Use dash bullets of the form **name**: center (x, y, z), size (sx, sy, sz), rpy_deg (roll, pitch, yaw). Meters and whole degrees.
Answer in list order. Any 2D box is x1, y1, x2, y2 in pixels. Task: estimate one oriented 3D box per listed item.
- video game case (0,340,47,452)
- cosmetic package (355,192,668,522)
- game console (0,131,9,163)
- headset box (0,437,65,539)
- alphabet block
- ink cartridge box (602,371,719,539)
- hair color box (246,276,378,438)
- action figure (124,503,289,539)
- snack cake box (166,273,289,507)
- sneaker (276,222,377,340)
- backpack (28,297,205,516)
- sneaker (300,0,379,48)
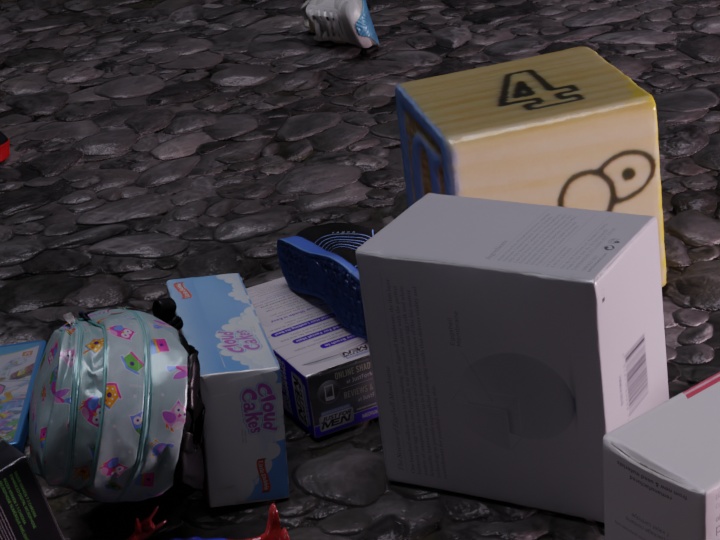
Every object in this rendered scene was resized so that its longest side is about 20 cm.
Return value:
- **video game case**: center (-0.360, 0.121, 1.606), size (0.142, 0.018, 0.200), rpy_deg (-8, 23, 1)
- **cosmetic package**: center (0.119, 0.062, 1.362), size (0.199, 0.201, 0.123), rpy_deg (7, 28, 30)
- **game console**: center (-0.548, -0.148, 2.258), size (0.198, 0.031, 0.177), rpy_deg (-16, 25, -19)
- **headset box**: center (-0.330, 0.189, 1.300), size (0.199, 0.093, 0.174), rpy_deg (-32, 27, -26)
- **alphabet block**: center (0.157, -0.081, 1.685), size (0.198, 0.197, 0.197), rpy_deg (-11, 26, -10)
- **ink cartridge box**: center (0.222, 0.173, 1.079), size (0.145, 0.202, 0.085), rpy_deg (-23, 33, -32)
- **hair color box**: center (-0.038, 0.068, 1.571), size (0.109, 0.065, 0.200), rpy_deg (-17, 24, -21)
- **action figure**: center (-0.151, 0.213, 1.302), size (0.198, 0.052, 0.065), rpy_deg (-15, 27, -10)
- **snack cake box**: center (-0.111, 0.092, 1.465), size (0.067, 0.116, 0.200), rpy_deg (-6, 23, -12)
- **sneaker**: center (0.000, 0.000, 1.550), size (0.077, 0.071, 0.200), rpy_deg (-21, 27, -21)
- **backpack**: center (-0.180, 0.105, 1.328), size (0.125, 0.169, 0.200), rpy_deg (0, -1, -14)
- **sneaker**: center (-0.028, -0.344, 2.498), size (0.080, 0.077, 0.200), rpy_deg (-20, 19, -7)
